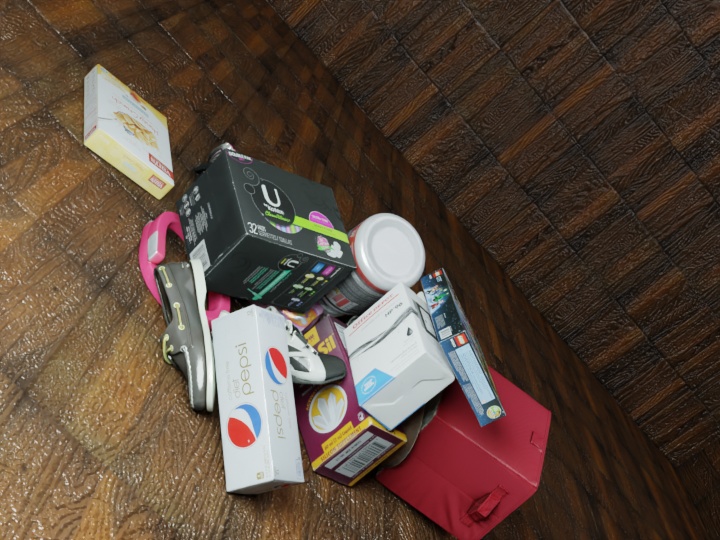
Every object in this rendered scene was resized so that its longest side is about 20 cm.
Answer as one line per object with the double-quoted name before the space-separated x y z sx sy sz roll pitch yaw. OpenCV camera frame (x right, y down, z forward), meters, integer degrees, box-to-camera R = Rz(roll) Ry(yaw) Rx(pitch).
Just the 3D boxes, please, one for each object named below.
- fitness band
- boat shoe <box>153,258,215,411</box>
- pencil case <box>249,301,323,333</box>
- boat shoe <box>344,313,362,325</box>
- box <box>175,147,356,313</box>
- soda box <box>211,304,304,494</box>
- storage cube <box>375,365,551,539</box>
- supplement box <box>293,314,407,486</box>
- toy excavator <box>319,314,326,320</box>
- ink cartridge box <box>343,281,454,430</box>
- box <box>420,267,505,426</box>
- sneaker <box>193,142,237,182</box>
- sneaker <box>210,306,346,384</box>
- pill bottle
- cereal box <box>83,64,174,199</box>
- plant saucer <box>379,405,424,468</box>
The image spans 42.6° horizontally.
"fitness band" -0.235 0.001 1.247 0.144 0.037 0.201 45 17 -29
"boat shoe" -0.209 0.078 1.099 0.060 0.072 0.203 -4 55 -15
"pencil case" -0.144 0.014 1.387 0.200 0.087 0.087 49 16 -3
"boat shoe" -0.010 0.110 1.551 0.068 0.071 0.200 59 7 2
"box" -0.128 -0.049 1.266 0.199 0.124 0.150 16 45 -43
"soda box" -0.119 0.148 1.056 0.063 0.067 0.203 27 50 -56
"storage cube" 0.154 0.258 1.367 0.179 0.171 0.200 36 36 -3
"supplement box" -0.029 0.177 1.280 0.085 0.110 0.201 34 22 -43
"toy excavator" -0.077 0.004 1.505 0.099 0.197 0.200 -5 27 -18
"ink cartridge box" 0.044 0.099 1.241 0.068 0.116 0.201 41 18 -29
"box" 0.136 0.098 1.246 0.138 0.037 0.200 62 8 -22
"sneaker" -0.238 -0.158 1.524 0.200 0.087 0.075 36 -33 66
"sneaker" -0.098 0.094 1.179 0.198 0.090 0.074 11 1 -33
"pill bottle" 0.000 0.000 1.375 0.115 0.200 0.117 10 68 -27
"cereal box" -0.349 -0.210 1.389 0.144 0.039 0.201 39 20 -37
"plant saucer" 0.032 0.180 1.333 0.032 0.201 0.201 10 35 -27
